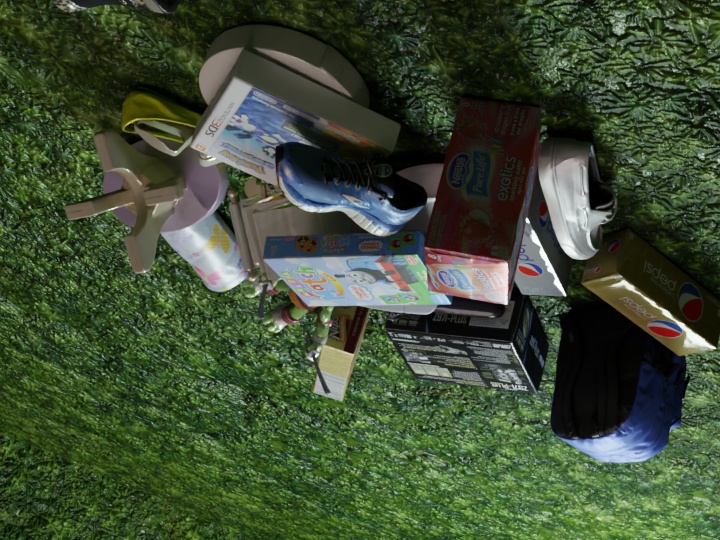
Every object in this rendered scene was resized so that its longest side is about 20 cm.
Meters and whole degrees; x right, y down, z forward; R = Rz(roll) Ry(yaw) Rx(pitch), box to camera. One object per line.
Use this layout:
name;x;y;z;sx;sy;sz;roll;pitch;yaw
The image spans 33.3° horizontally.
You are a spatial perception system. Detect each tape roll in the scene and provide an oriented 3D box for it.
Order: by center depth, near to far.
tape roll;-0.088;-0.206;1.394;0.201;0.037;0.203;14;152;7

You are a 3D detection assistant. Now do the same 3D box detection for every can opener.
can opener;0.102;0.041;1.674;0.198;0.079;0.063;11;-171;24

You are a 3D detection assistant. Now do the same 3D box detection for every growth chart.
growth chart;-0.079;-0.057;1.578;0.198;0.146;0.018;-4;-177;17

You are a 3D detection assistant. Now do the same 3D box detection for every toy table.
toy table;-0.283;-0.100;1.567;0.199;0.117;0.185;-21;96;32

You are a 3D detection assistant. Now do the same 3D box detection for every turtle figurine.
turtle figurine;-0.111;0.058;1.740;0.143;0.202;0.193;26;164;-27

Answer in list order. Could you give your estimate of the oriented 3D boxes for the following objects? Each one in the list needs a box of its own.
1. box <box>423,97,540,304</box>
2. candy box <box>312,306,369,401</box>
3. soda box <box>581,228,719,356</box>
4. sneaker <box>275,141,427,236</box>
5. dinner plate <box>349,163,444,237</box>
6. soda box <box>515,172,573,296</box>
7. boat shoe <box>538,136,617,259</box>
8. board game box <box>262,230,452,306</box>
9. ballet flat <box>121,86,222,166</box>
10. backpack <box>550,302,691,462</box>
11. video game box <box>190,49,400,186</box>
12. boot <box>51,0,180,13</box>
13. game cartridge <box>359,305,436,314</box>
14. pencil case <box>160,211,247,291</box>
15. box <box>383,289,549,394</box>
box;0.135;-0.077;1.315;0.095;0.201;0.100;10;153;11
candy box;-0.027;0.112;1.871;0.055;0.116;0.200;17;153;3
soda box;0.371;0.030;1.518;0.199;0.068;0.064;33;151;-27
sneaker;-0.008;-0.104;1.331;0.199;0.079;0.089;17;149;-36
dinner plate;0.085;-0.047;1.498;0.198;0.024;0.201;-3;132;-3
soda box;0.204;-0.048;1.475;0.063;0.069;0.200;1;149;28
boat shoe;0.260;-0.082;1.388;0.068;0.072;0.201;3;141;27
board game box;0.000;0.000;1.486;0.198;0.037;0.151;-1;156;22
ballet flat;-0.207;-0.168;1.509;0.198;0.067;0.067;19;153;-1
backpack;0.359;0.161;1.626;0.167;0.201;0.162;33;149;-28
video game box;-0.080;-0.156;1.393;0.199;0.047;0.182;24;155;-14
boot;-0.291;-0.339;1.234;0.153;0.074;0.204;4;149;32
game cartridge;0.018;0.005;1.631;0.198;0.133;0.042;12;122;13
pencil case;-0.236;-0.051;1.733;0.090;0.084;0.200;9;153;32
box;0.158;0.098;1.760;0.198;0.087;0.164;4;150;26
